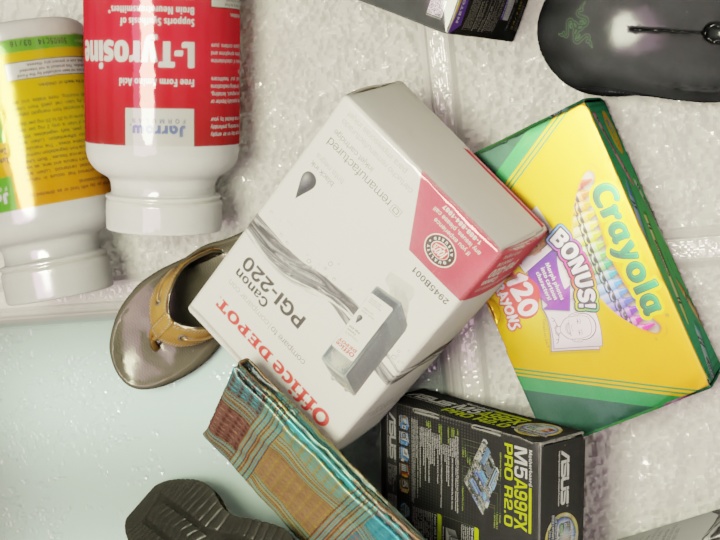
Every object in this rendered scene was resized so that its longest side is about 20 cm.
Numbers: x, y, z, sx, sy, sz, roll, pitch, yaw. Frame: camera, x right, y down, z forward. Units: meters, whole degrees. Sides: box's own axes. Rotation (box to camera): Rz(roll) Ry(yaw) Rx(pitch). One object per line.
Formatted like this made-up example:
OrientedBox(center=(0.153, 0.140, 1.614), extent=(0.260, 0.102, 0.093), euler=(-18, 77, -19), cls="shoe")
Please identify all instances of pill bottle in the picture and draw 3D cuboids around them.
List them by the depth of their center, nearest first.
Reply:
OrientedBox(center=(-0.141, -0.130, 0.951), extent=(0.111, 0.112, 0.202), euler=(4, 99, 21), cls="pill bottle")
OrientedBox(center=(-0.244, -0.080, 0.997), extent=(0.110, 0.111, 0.202), euler=(-9, 94, 22), cls="pill bottle")

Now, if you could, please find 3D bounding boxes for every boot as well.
OrientedBox(center=(-0.086, 0.240, 1.006), extent=(0.199, 0.078, 0.139), euler=(17, 151, 50), cls="boot")

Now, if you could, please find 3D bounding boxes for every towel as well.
OrientedBox(center=(-0.027, 0.159, 0.897), extent=(0.200, 0.022, 0.147), euler=(45, 151, 8), cls="towel")

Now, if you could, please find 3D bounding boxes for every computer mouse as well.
OrientedBox(center=(0.205, -0.158, 0.843), extent=(0.198, 0.053, 0.140), euler=(1, 99, 21), cls="computer mouse")

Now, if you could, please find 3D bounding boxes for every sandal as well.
OrientedBox(center=(-0.116, 0.025, 0.993), extent=(0.199, 0.055, 0.082), euler=(-27, 87, 22), cls="sandal")

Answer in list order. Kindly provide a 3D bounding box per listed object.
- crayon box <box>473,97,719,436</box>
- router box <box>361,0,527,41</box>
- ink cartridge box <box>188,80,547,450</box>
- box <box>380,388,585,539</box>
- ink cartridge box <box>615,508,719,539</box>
OrientedBox(center=(0.144, 0.001, 0.885), extent=(0.118, 0.058, 0.202), euler=(-25, 88, 24), cls="crayon box")
OrientedBox(center=(0.000, -0.207, 0.860), extent=(0.199, 0.157, 0.053), euler=(25, 105, 17), cls="router box")
OrientedBox(center=(0.000, 0.000, 0.875), extent=(0.146, 0.085, 0.200), euler=(45, 120, 12), cls="ink cartridge box")
OrientedBox(center=(0.079, 0.195, 0.908), extent=(0.159, 0.044, 0.202), euler=(9, 102, 50), cls="box")
OrientedBox(center=(0.270, 0.224, 0.854), extent=(0.199, 0.083, 0.146), euler=(-22, 90, 23), cls="ink cartridge box")
